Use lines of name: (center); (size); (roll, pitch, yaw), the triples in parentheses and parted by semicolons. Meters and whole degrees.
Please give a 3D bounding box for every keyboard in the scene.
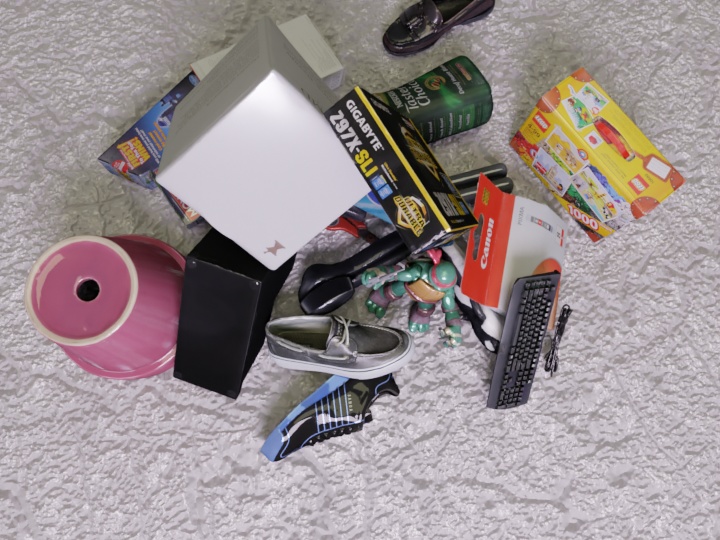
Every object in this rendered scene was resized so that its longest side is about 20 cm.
keyboard: (0.232, 0.094, 0.734); (0.127, 0.021, 0.201); (-9, 119, -29)

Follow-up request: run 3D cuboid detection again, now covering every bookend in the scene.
bookend: (-0.156, 0.024, 0.746); (0.092, 0.199, 0.200); (19, 35, 1)

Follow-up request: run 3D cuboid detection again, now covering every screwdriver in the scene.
screwdriver: (-0.080, -0.122, 0.789); (0.199, 0.028, 0.029); (28, 58, -11)

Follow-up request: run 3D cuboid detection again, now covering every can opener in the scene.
can opener: (0.124, -0.115, 0.809); (0.199, 0.067, 0.053); (-13, 66, -3)
can opener: (0.000, 0.000, 0.784); (0.200, 0.063, 0.079); (-30, 61, -9)

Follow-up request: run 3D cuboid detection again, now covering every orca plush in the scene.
orca plush: (0.139, 0.040, 0.776); (0.071, 0.105, 0.200); (-37, 93, 26)

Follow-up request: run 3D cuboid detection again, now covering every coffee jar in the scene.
coffee jar: (0.085, -0.231, 0.815); (0.199, 0.085, 0.105); (-25, 63, -6)

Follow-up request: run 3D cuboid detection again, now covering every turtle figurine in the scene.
turtle figurine: (0.077, 0.031, 0.703); (0.150, 0.200, 0.101); (40, 72, 0)

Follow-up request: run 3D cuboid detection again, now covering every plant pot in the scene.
plant pot: (-0.315, 0.038, 0.708); (0.199, 0.179, 0.201); (0, 78, -1)

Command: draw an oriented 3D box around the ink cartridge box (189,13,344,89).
ink cartridge box: (-0.136, -0.291, 0.827); (0.200, 0.050, 0.109); (-31, 81, -17)

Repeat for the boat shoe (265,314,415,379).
boat shoe: (-0.030, 0.094, 0.718); (0.199, 0.071, 0.072); (-3, 50, 9)

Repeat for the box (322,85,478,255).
box: (0.054, -0.101, 0.595); (0.049, 0.200, 0.160); (-32, 85, 19)

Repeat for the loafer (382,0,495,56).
loafer: (0.124, -0.406, 0.867); (0.199, 0.063, 0.072); (-28, 81, -7)

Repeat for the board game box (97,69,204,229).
board game box: (-0.257, -0.162, 0.806); (0.200, 0.062, 0.200); (-34, 83, -9)

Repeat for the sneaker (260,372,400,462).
sneaker: (-0.037, 0.195, 0.739); (0.200, 0.070, 0.078); (-40, 75, -10)

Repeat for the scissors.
scissors: (0.001, -0.050, 0.820); (0.073, 0.014, 0.200); (-40, 83, -11)

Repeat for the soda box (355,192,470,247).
soda box: (0.041, -0.102, 0.745); (0.199, 0.068, 0.064); (27, 104, 17)

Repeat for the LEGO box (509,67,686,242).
LEGO box: (0.321, -0.154, 0.779); (0.077, 0.149, 0.200); (-37, 82, -8)

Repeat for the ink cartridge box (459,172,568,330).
ink cartridge box: (0.211, -0.021, 0.737); (0.050, 0.200, 0.163); (3, 75, 39)

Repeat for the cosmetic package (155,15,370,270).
cosmetic package: (-0.104, -0.147, 0.635); (0.166, 0.200, 0.167); (-37, 126, 17)
